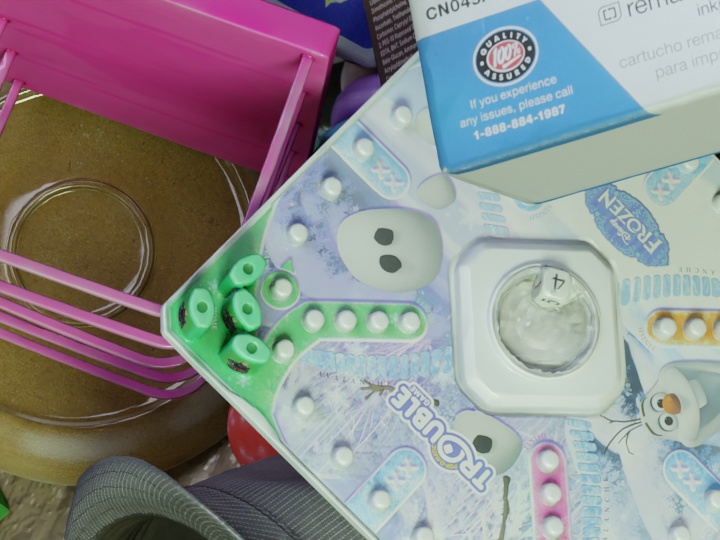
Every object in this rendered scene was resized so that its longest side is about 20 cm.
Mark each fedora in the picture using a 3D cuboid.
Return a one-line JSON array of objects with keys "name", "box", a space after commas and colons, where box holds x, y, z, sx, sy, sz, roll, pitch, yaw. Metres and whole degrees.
[{"name": "fedora", "box": [-0.025, 0.128, 0.876, 0.090, 0.200, 0.177, -36, 76, -32]}]

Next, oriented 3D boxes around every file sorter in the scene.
[{"name": "file sorter", "box": [-0.100, -0.034, 0.926, 0.139, 0.200, 0.126, 20, 78, 0]}]

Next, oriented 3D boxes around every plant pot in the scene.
[{"name": "plant pot", "box": [-0.122, -0.006, 1.042, 0.200, 0.027, 0.201, 0, 79, 2]}]

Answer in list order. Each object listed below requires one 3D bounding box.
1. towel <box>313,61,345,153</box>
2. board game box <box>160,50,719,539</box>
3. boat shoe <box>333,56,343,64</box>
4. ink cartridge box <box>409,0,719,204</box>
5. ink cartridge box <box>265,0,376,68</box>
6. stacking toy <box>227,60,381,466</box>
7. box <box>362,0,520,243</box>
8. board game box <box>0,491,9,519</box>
[{"name": "towel", "box": [-0.050, -0.118, 1.081, 0.200, 0.147, 0.022, -43, 4, 4]}, {"name": "board game box", "box": [0.065, 0.018, 0.835, 0.200, 0.200, 0.026, -46, 2, -22]}, {"name": "boat shoe", "box": [0.027, -0.138, 1.036, 0.200, 0.063, 0.071, -18, 10, 7]}, {"name": "ink cartridge box", "box": [0.087, -0.139, 0.786, 0.144, 0.084, 0.200, -16, 77, 25]}, {"name": "ink cartridge box", "box": [-0.036, -0.210, 0.937, 0.047, 0.200, 0.198, 19, 84, 56]}, {"name": "stacking toy", "box": [0.000, 0.000, 0.969, 0.085, 0.085, 0.200, 0, 53, 36]}, {"name": "box", "box": [0.063, -0.090, 0.921, 0.075, 0.100, 0.200, -23, 79, 62]}, {"name": "board game box", "box": [-0.254, 0.028, 1.107, 0.040, 0.153, 0.200, -40, 47, 6]}]
